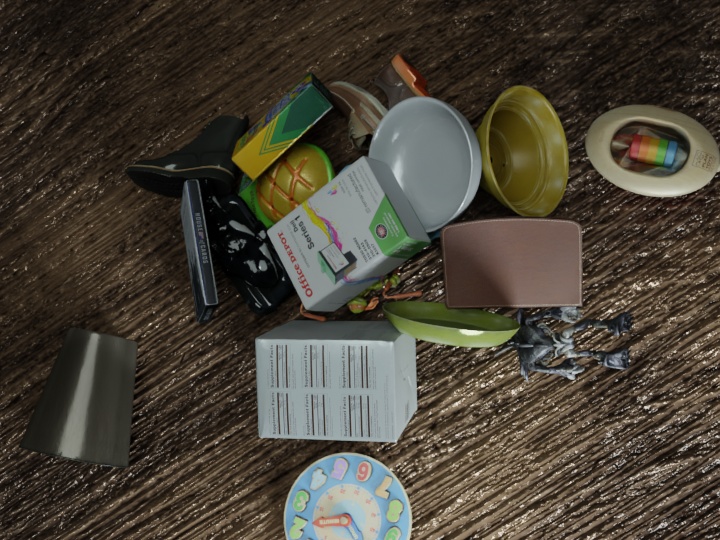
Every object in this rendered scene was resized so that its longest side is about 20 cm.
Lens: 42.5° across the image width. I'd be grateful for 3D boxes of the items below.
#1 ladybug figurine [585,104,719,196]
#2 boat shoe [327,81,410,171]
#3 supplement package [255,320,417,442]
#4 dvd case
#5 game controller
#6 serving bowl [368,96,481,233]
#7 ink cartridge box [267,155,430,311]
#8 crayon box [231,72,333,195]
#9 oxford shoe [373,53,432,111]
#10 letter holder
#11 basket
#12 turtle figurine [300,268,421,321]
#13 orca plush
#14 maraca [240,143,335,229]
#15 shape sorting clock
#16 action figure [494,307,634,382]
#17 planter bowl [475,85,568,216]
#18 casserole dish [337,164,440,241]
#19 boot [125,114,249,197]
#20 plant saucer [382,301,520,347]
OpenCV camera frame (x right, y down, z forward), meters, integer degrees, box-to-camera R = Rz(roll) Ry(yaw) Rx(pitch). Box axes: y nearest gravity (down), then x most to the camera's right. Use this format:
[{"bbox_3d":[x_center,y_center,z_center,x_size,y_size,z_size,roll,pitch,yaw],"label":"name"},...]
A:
[{"bbox_3d":[0.437,-0.174,1.390,0.200,0.072,0.136,19,85,15],"label":"ladybug figurine"},{"bbox_3d":[0.012,-0.230,1.481,0.200,0.076,0.072,39,78,20],"label":"boat shoe"},{"bbox_3d":[-0.030,0.157,1.365,0.200,0.191,0.147,0,95,13],"label":"supplement package"},{"bbox_3d":[-0.260,-0.027,1.480,0.025,0.150,0.200,-7,79,-16],"label":"dvd case"},{"bbox_3d":[-0.184,-0.027,1.507,0.104,0.042,0.200,-41,75,22],"label":"game controller"},{"bbox_3d":[0.105,-0.156,1.376,0.200,0.066,0.200,7,100,44],"label":"serving bowl"},{"bbox_3d":[-0.020,-0.050,1.371,0.200,0.084,0.145,-36,71,23],"label":"ink cartridge box"},{"bbox_3d":[-0.133,-0.216,1.446,0.200,0.126,0.052,-42,107,11],"label":"crayon box"},{"bbox_3d":[0.093,-0.250,1.487,0.073,0.071,0.200,-38,68,20],"label":"oxford shoe"},{"bbox_3d":[0.224,-0.029,1.368,0.200,0.101,0.142,-2,115,12],"label":"letter holder"},{"bbox_3d":[-0.438,0.200,1.491,0.180,0.136,0.200,9,79,9],"label":"basket"},{"bbox_3d":[0.000,0.000,1.461,0.200,0.064,0.161,-10,72,19],"label":"turtle figurine"},{"bbox_3d":[-0.207,-0.054,1.454,0.105,0.071,0.200,-29,79,24],"label":"orca plush"},{"bbox_3d":[-0.120,-0.127,1.490,0.200,0.107,0.137,-19,74,35],"label":"maraca"},{"bbox_3d":[-0.021,0.380,1.418,0.200,0.039,0.200,-2,81,12],"label":"shape sorting clock"},{"bbox_3d":[0.300,0.106,1.365,0.200,0.102,0.119,-2,89,38],"label":"action figure"},{"bbox_3d":[0.225,-0.173,1.407,0.083,0.200,0.201,-7,78,47],"label":"planter bowl"},{"bbox_3d":[0.052,-0.100,1.456,0.200,0.039,0.121,31,53,14],"label":"casserole dish"},{"bbox_3d":[-0.285,-0.199,1.562,0.200,0.077,0.138,6,65,19],"label":"boot"},{"bbox_3d":[0.129,0.079,1.338,0.200,0.200,0.031,8,98,13],"label":"plant saucer"}]
